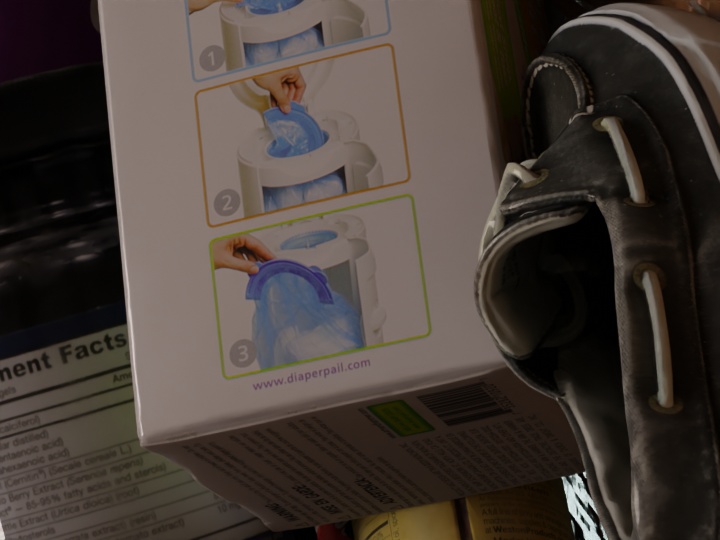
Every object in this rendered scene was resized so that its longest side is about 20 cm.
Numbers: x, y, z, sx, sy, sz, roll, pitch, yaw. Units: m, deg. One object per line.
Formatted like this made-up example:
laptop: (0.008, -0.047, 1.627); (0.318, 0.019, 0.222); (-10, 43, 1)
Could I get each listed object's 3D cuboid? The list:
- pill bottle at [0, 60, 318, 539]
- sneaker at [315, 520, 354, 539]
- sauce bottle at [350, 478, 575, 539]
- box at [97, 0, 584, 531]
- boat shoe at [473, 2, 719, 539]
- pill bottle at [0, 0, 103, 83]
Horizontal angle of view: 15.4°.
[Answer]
pill bottle: (-0.078, 0.046, 0.780); (0.112, 0.111, 0.201); (159, 95, -77)
sneaker: (0.005, 0.098, 0.857); (0.201, 0.108, 0.067); (46, -172, 26)
sauce bottle: (0.023, 0.036, 0.784); (0.066, 0.066, 0.201); (106, 160, -55)
box: (-0.004, -0.046, 0.716); (0.112, 0.101, 0.201); (45, -145, -66)
boat shoe: (0.060, -0.005, 0.585); (0.200, 0.070, 0.073); (-113, 24, -60)
pill bottle: (-0.119, -0.086, 0.908); (0.113, 0.112, 0.201); (122, 154, -69)
